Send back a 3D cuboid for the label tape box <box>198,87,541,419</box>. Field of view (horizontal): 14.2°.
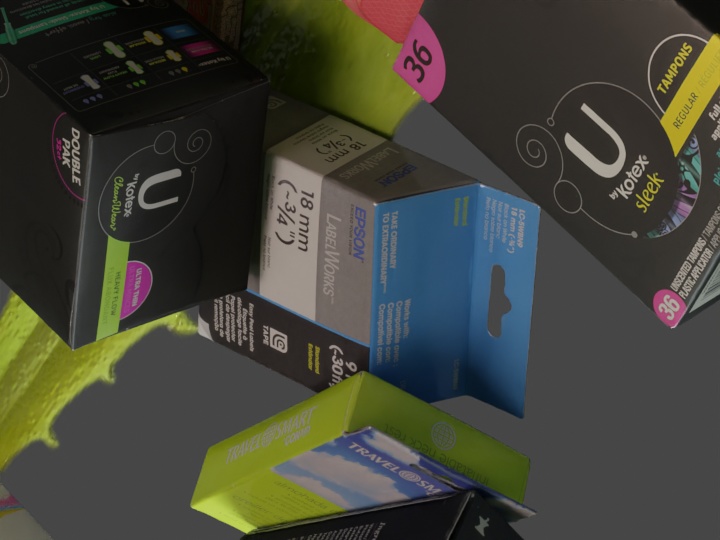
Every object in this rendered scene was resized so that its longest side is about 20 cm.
[{"bbox_3d":[0.000,0.000,1.638,0.200,0.063,0.145,25,127,33],"label":"label tape box"}]

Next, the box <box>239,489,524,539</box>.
[{"bbox_3d":[0.036,0.239,1.639,0.196,0.124,0.200,-17,127,45],"label":"box"}]

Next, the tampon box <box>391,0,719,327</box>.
[{"bbox_3d":[0.144,-0.106,1.398,0.200,0.126,0.150,43,134,18],"label":"tampon box"}]

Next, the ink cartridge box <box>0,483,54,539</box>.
[{"bbox_3d":[-0.263,0.218,2.000,0.200,0.067,0.117,44,135,17],"label":"ink cartridge box"}]

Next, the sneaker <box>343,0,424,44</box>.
[{"bbox_3d":[0.054,-0.185,1.497,0.087,0.074,0.200,44,140,-2],"label":"sneaker"}]

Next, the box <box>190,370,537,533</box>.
[{"bbox_3d":[0.004,0.119,1.650,0.122,0.048,0.200,28,150,-23],"label":"box"}]

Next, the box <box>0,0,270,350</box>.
[{"bbox_3d":[-0.161,-0.080,1.624,0.200,0.124,0.149,40,136,36],"label":"box"}]

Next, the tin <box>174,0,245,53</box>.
[{"bbox_3d":[-0.115,-0.172,1.673,0.112,0.042,0.200,34,132,31],"label":"tin"}]
